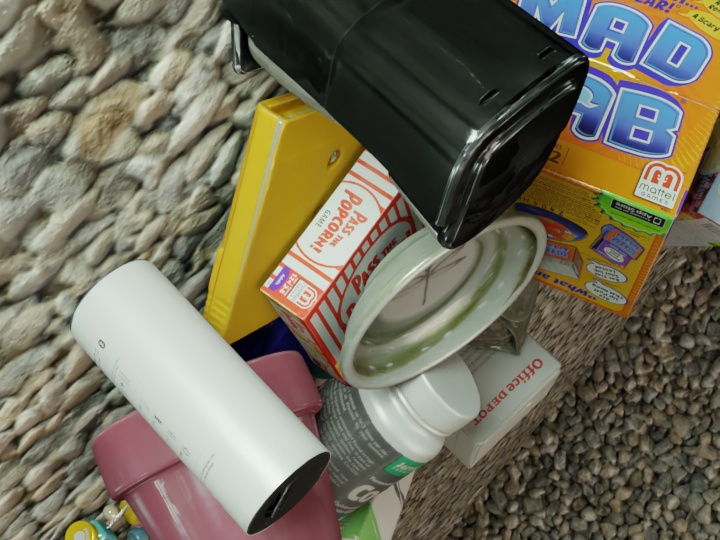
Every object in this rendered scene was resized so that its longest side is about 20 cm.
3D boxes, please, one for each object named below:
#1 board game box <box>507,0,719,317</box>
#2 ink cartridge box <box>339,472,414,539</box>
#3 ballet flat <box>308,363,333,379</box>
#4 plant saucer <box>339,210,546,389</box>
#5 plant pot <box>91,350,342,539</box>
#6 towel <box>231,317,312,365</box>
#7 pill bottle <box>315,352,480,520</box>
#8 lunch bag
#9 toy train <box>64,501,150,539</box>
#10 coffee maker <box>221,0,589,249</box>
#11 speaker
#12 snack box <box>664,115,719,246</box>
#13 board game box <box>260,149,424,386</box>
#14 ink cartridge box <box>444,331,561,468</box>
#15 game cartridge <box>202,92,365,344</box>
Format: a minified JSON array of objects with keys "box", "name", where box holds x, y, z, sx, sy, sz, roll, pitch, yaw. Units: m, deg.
[{"box":[0.183,-0.118,0.963,0.200,0.198,0.201,85,29,-66],"name":"board game box"},{"box":[-0.030,0.234,1.242,0.201,0.144,0.085,-62,145,-49],"name":"ink cartridge box"},{"box":[-0.001,0.043,1.170,0.200,0.066,0.068,127,-25,-51],"name":"ballet flat"},{"box":[0.057,0.013,0.921,0.199,0.050,0.201,-29,153,-16],"name":"plant saucer"},{"box":[-0.104,0.189,0.968,0.198,0.180,0.200,-24,169,-5],"name":"plant pot"},{"box":[-0.075,0.043,1.036,0.148,0.050,0.199,-55,160,22],"name":"towel"},{"box":[0.007,0.147,1.073,0.199,0.114,0.113,-38,166,25],"name":"pill bottle"},{"box":[0.134,-0.020,1.193,0.200,0.116,0.166,59,43,-70],"name":"lunch bag"},{"box":[-0.231,0.275,1.143,0.199,0.056,0.151,-28,153,-45],"name":"toy train"},{"box":[0.019,-0.131,0.667,0.135,0.200,0.192,-47,161,-3],"name":"coffee maker"},{"box":[-0.113,0.088,0.805,0.081,0.200,0.081,-40,161,-17],"name":"speaker"},{"box":[0.339,-0.110,1.107,0.170,0.067,0.200,-61,-171,-5],"name":"snack box"},{"box":[0.000,0.000,0.954,0.152,0.046,0.200,-54,160,-10],"name":"board game box"},{"box":[0.107,0.103,1.317,0.146,0.200,0.083,-39,160,-22],"name":"ink cartridge box"},{"box":[-0.044,-0.052,0.888,0.176,0.032,0.201,-29,147,-52],"name":"game cartridge"}]
